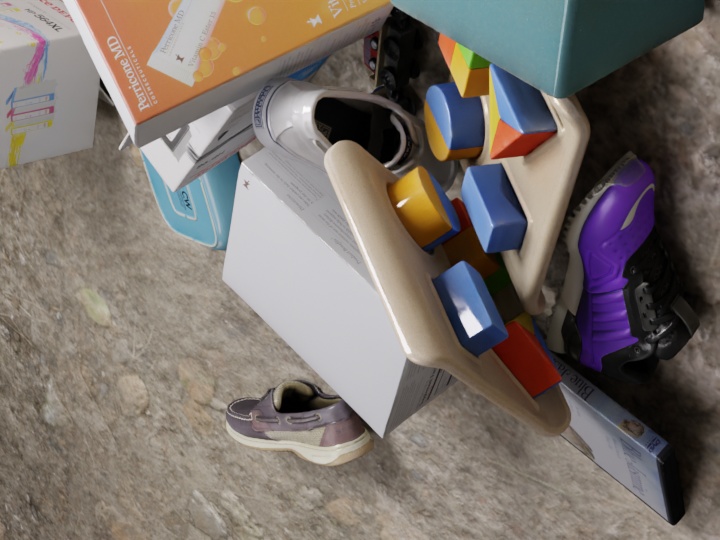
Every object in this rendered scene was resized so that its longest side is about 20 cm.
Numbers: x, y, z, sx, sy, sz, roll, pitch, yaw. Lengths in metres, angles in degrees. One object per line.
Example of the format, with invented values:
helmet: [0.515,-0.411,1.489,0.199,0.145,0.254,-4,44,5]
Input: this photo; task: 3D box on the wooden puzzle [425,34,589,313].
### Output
wooden puzzle: [0.088,-0.097,1.258,0.201,0.046,0.186,95,159,-50]

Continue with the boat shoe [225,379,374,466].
boat shoe: [-0.062,0.134,1.764,0.199,0.072,0.065,9,115,55]

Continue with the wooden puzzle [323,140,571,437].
wooden puzzle: [0.071,0.008,1.289,0.200,0.046,0.186,29,-147,-52]

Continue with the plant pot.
plant pot: [0.118,-0.236,1.083,0.141,0.141,0.201,34,138,32]

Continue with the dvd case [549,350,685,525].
dvd case: [0.159,0.104,1.414,0.200,0.018,0.143,38,167,26]

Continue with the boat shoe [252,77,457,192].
boat shoe: [0.012,-0.087,1.347,0.065,0.199,0.074,9,89,44]

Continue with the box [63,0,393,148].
box: [-0.093,-0.188,1.297,0.125,0.199,0.097,63,172,1]

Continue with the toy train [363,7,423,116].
toy train: [0.021,-0.160,1.392,0.046,0.034,0.201,41,146,30]

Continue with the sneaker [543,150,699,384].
sneaker: [0.191,0.006,1.286,0.099,0.070,0.201,34,148,21]

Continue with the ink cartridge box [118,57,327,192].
ink cartridge box: [-0.111,-0.138,1.523,0.067,0.116,0.200,52,150,3]

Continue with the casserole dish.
casserole dish: [-0.157,-0.098,1.704,0.121,0.039,0.201,21,136,45]

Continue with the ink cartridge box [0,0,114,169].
ink cartridge box: [-0.336,-0.180,1.742,0.128,0.199,0.126,33,125,34]

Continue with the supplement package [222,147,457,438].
supplement package: [0.000,0.000,1.501,0.200,0.111,0.156,44,148,20]
